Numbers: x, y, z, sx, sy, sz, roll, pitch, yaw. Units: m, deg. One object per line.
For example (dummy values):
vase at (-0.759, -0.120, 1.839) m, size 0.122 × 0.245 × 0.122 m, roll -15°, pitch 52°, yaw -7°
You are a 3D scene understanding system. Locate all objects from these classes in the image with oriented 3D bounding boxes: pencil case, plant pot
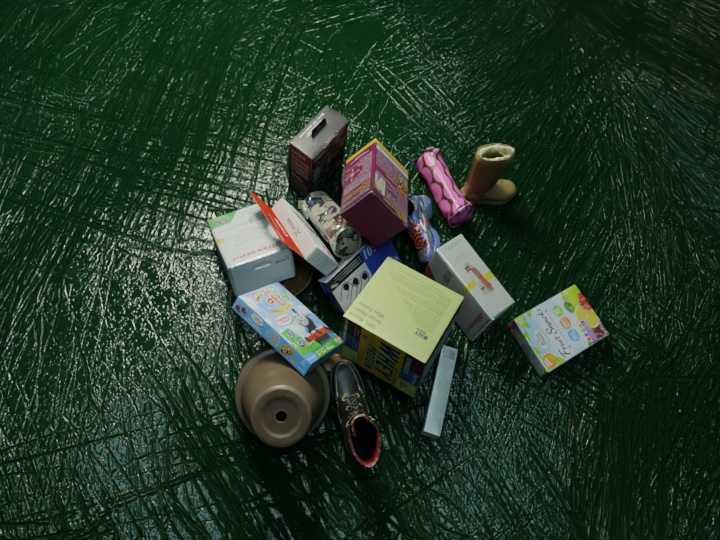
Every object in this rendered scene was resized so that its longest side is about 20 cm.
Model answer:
pencil case at (0.215, -0.216, 1.463) m, size 0.089 × 0.094 × 0.203 m, roll -23°, pitch 71°, yaw -16°
plant pot at (-0.154, 0.256, 1.109) m, size 0.195 × 0.175 × 0.206 m, roll 0°, pitch 94°, yaw -5°
pencil case at (-0.072, -0.110, 1.342) m, size 0.088 × 0.079 × 0.200 m, roll -17°, pitch 41°, yaw -23°

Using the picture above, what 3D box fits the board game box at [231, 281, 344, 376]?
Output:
board game box at (-0.144, 0.112, 1.157) m, size 0.199 × 0.037 × 0.151 m, roll 39°, pitch 23°, yaw 13°

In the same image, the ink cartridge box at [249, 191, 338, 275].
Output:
ink cartridge box at (-0.150, -0.096, 1.282) m, size 0.043 × 0.173 × 0.201 m, roll -42°, pitch 51°, yaw 5°

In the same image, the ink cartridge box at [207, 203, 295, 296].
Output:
ink cartridge box at (-0.247, -0.052, 1.283) m, size 0.142 × 0.089 × 0.201 m, roll -20°, pitch 41°, yaw -16°

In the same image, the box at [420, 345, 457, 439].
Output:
box at (0.176, 0.267, 1.265) m, size 0.040 × 0.039 × 0.204 m, roll 16°, pitch 64°, yaw 1°

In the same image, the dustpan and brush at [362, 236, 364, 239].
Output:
dustpan and brush at (0.021, -0.106, 1.411) m, size 0.136 × 0.058 × 0.203 m, roll 7°, pitch 55°, yaw 10°

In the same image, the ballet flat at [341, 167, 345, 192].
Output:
ballet flat at (-0.014, -0.206, 1.409) m, size 0.074 × 0.065 × 0.203 m, roll -10°, pitch 52°, yaw 3°

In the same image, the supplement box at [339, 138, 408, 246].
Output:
supplement box at (0.036, -0.180, 1.314) m, size 0.130 × 0.102 × 0.203 m, roll 40°, pitch 36°, yaw -30°

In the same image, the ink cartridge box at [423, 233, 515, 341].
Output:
ink cartridge box at (0.245, 0.043, 1.321) m, size 0.082 × 0.146 × 0.202 m, roll -29°, pitch 73°, yaw -21°

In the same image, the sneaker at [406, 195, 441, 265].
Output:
sneaker at (0.139, -0.101, 1.402) m, size 0.077 × 0.075 × 0.204 m, roll 11°, pitch 53°, yaw -30°

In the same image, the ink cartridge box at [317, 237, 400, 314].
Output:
ink cartridge box at (0.000, 0.000, 1.335) m, size 0.200 × 0.044 × 0.095 m, roll -42°, pitch 116°, yaw -23°

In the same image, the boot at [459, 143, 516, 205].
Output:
boot at (0.346, -0.240, 1.433) m, size 0.171 × 0.201 × 0.067 m, roll -12°, pitch 67°, yaw -13°

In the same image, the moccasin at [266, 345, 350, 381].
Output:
moccasin at (-0.115, 0.194, 1.239) m, size 0.196 × 0.075 × 0.079 m, roll 8°, pitch 43°, yaw -4°

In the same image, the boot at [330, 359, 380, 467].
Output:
boot at (-0.010, 0.286, 1.141) m, size 0.071 × 0.150 × 0.205 m, roll -8°, pitch 88°, yaw -10°

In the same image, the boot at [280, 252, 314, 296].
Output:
boot at (-0.162, 0.017, 1.313) m, size 0.072 × 0.076 × 0.202 m, roll 26°, pitch 62°, yaw 10°

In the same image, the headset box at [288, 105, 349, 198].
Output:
headset box at (-0.104, -0.290, 1.392) m, size 0.074 × 0.201 × 0.149 m, roll 35°, pitch 66°, yaw 9°

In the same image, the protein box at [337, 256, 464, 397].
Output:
protein box at (0.086, 0.119, 1.230) m, size 0.196 × 0.137 × 0.201 m, roll 27°, pitch 50°, yaw 15°

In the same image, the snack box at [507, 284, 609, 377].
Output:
snack box at (0.472, 0.142, 1.358) m, size 0.197 × 0.053 × 0.144 m, roll -25°, pitch 70°, yaw -18°
